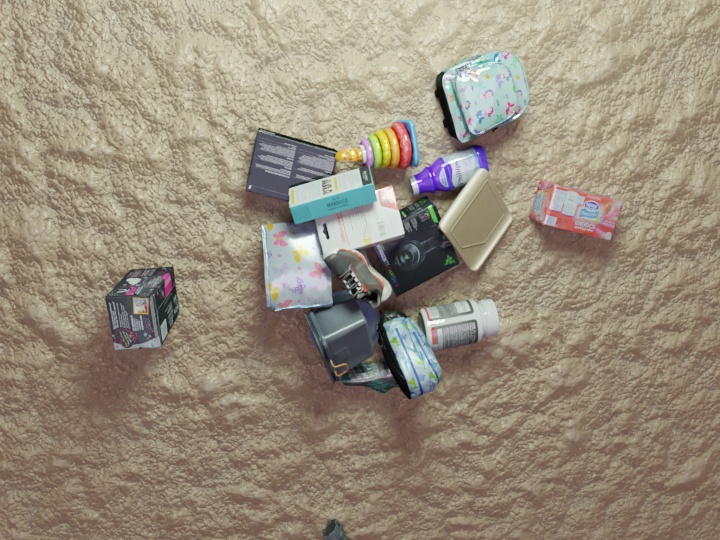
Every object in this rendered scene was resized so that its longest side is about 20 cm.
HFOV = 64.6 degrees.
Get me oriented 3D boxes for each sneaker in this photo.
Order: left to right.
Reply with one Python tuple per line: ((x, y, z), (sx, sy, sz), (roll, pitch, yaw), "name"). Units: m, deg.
((-0.009, 0.021, 1.325), (0.076, 0.083, 0.199), (-32, 130, 29), "sneaker")
((0.000, 0.000, 1.462), (0.074, 0.085, 0.202), (-34, 85, -12), "sneaker")
((0.045, 0.303, 1.562), (0.194, 0.078, 0.094), (-7, 113, -3), "sneaker")

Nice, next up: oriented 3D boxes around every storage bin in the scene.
((-0.043, 0.175, 1.418), (0.132, 0.147, 0.202), (-25, 140, -8), "storage bin")

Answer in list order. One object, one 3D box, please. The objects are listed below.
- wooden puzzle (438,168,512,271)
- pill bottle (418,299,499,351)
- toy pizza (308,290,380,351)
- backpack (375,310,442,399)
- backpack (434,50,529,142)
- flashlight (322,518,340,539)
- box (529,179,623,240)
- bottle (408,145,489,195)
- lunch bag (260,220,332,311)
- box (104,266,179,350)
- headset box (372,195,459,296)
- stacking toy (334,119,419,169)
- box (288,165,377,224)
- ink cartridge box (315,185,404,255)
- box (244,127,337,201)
((0.288, -0.124, 1.424), (0.187, 0.037, 0.200), (-53, 131, -8), "wooden puzzle")
((0.260, 0.142, 1.513), (0.194, 0.114, 0.117), (-10, 109, -4), "pill bottle")
((-0.042, 0.146, 1.521), (0.194, 0.032, 0.206), (-2, 110, -7), "toy pizza")
((0.124, 0.224, 1.451), (0.149, 0.203, 0.166), (-8, 135, 0), "backpack")
((0.290, -0.412, 1.324), (0.196, 0.151, 0.181), (-22, 108, -4), "backpack")
((-0.047, 0.857, 1.734), (0.067, 0.068, 0.202), (-31, 110, 7), "flashlight")
((0.549, -0.157, 1.459), (0.194, 0.095, 0.105), (10, 107, -10), "box")
((0.216, -0.241, 1.407), (0.195, 0.066, 0.085), (-19, 111, 0), "bottle")
((-0.155, -0.007, 1.384), (0.164, 0.127, 0.206), (-6, 79, -6), "lunch bag")
((-0.513, 0.086, 1.354), (0.111, 0.201, 0.136), (-3, 109, -4), "box")
((0.136, -0.064, 1.441), (0.196, 0.093, 0.177), (-26, 110, 2), "headset box")
((0.034, -0.278, 1.327), (0.195, 0.116, 0.113), (-15, 108, -15), "stacking toy")
((-0.064, -0.172, 1.296), (0.195, 0.083, 0.050), (-15, 129, 4), "box")
((-0.004, -0.111, 1.344), (0.195, 0.067, 0.120), (-15, 86, 2), "ink cartridge box")
((-0.163, -0.240, 1.355), (0.195, 0.079, 0.145), (13, 104, -12), "box")
